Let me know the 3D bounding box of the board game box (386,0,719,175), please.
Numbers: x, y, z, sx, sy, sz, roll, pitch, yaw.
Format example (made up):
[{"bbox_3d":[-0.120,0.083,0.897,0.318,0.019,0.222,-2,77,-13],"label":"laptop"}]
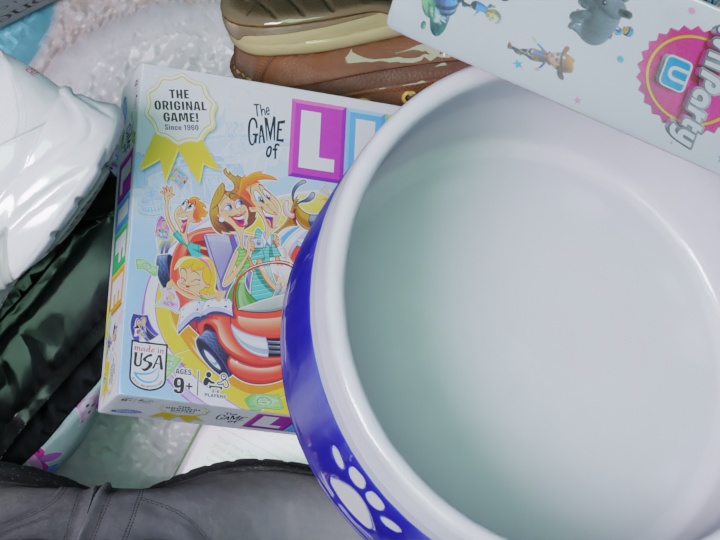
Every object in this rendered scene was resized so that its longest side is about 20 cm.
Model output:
[{"bbox_3d":[0.131,-0.100,0.758,0.199,0.148,0.064,24,124,13],"label":"board game box"}]

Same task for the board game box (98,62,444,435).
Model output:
[{"bbox_3d":[0.000,0.000,0.819,0.199,0.034,0.135,8,72,-18],"label":"board game box"}]

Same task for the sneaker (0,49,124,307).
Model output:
[{"bbox_3d":[-0.178,0.000,0.761,0.099,0.078,0.200,35,82,-5],"label":"sneaker"}]

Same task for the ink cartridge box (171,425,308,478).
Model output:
[{"bbox_3d":[-0.004,0.098,0.879,0.145,0.048,0.200,27,83,6],"label":"ink cartridge box"}]

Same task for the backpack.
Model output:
[{"bbox_3d":[-0.171,0.021,0.859,0.167,0.127,0.200,43,93,-9],"label":"backpack"}]

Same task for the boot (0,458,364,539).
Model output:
[{"bbox_3d":[-0.070,0.122,0.770,0.199,0.132,0.070,0,102,-17],"label":"boot"}]

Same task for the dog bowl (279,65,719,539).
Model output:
[{"bbox_3d":[0.073,0.025,0.769,0.199,0.079,0.201,5,70,-15],"label":"dog bowl"}]

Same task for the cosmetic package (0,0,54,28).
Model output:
[{"bbox_3d":[-0.197,-0.188,0.822,0.167,0.200,0.167,-26,87,7],"label":"cosmetic package"}]

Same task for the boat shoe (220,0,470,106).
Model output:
[{"bbox_3d":[0.043,-0.097,0.866,0.199,0.072,0.068,-5,123,-1],"label":"boat shoe"}]
